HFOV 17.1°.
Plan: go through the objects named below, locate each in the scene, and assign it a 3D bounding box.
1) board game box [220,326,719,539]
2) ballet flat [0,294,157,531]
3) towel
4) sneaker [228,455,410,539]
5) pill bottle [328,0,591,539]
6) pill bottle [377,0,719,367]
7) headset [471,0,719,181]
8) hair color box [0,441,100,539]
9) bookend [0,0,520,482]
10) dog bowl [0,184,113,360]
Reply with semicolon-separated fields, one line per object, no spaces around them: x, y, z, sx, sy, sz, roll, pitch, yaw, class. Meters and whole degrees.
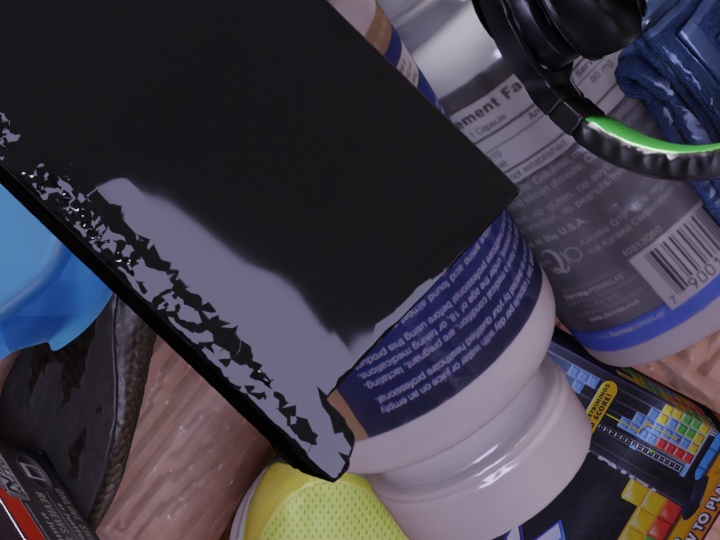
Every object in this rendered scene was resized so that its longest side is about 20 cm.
0.039;0.114;0.982;0.165;0.057;0.200;27;98;-18;board game box
-0.099;0.017;0.933;0.046;0.067;0.200;-5;110;-53;ballet flat
0.176;-0.098;0.895;0.112;0.048;0.200;52;51;-16;towel
-0.002;0.165;0.913;0.078;0.090;0.200;-9;105;-6;sneaker
0.000;0.000;0.849;0.111;0.111;0.200;-34;114;-1;pill bottle
0.071;-0.069;0.908;0.114;0.114;0.200;-42;108;2;pill bottle
0.089;-0.121;0.801;0.200;0.094;0.124;48;111;10;headset
-0.178;0.165;0.900;0.200;0.102;0.061;-44;153;11;hair color box
-0.018;-0.078;0.717;0.199;0.092;0.200;43;83;-3;bookend
-0.168;0.000;0.886;0.200;0.050;0.112;-35;97;17;dog bowl
